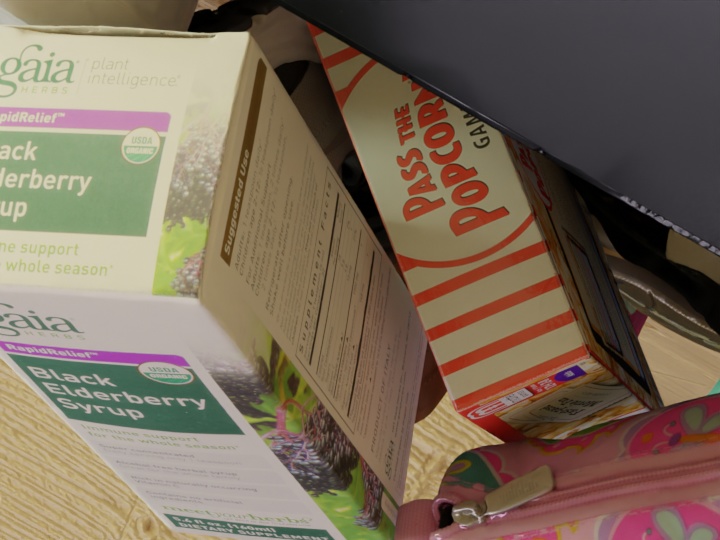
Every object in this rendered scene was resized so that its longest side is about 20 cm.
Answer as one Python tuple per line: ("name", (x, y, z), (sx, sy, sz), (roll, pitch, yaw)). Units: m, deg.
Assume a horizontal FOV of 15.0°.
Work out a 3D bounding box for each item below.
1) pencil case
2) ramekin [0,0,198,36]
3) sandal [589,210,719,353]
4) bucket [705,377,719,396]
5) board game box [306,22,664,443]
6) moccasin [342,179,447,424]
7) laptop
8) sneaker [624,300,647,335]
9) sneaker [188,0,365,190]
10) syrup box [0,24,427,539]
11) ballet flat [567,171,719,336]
("pencil case", (0.108, 0.076, 0.798), (0.199, 0.088, 0.087), (-15, 148, 37))
("ramekin", (-0.125, -0.136, 0.803), (0.202, 0.095, 0.202), (29, 178, 1))
("sandal", (0.092, -0.026, 1.066), (0.199, 0.054, 0.080), (29, 177, -13))
("bucket", (0.229, 0.101, 1.169), (0.206, 0.135, 0.207), (30, 178, 1))
("board game box", (0.045, -0.018, 0.896), (0.200, 0.046, 0.152), (38, -150, -72))
("moccasin", (0.002, -0.001, 0.984), (0.201, 0.073, 0.078), (-127, 18, -69))
("laptop", (0.061, -0.084, 0.706), (0.177, 0.104, 0.200), (30, -156, -5))
("sneaker", (0.075, -0.015, 1.199), (0.088, 0.082, 0.200), (27, 177, 20))
("sneaker", (-0.027, -0.059, 0.946), (0.200, 0.074, 0.080), (-49, -59, -76))
("syrup box", (-0.045, 0.010, 0.785), (0.078, 0.082, 0.200), (3, 158, 18))
("ballet flat", (0.118, -0.016, 0.861), (0.068, 0.068, 0.200), (43, 172, -26))
